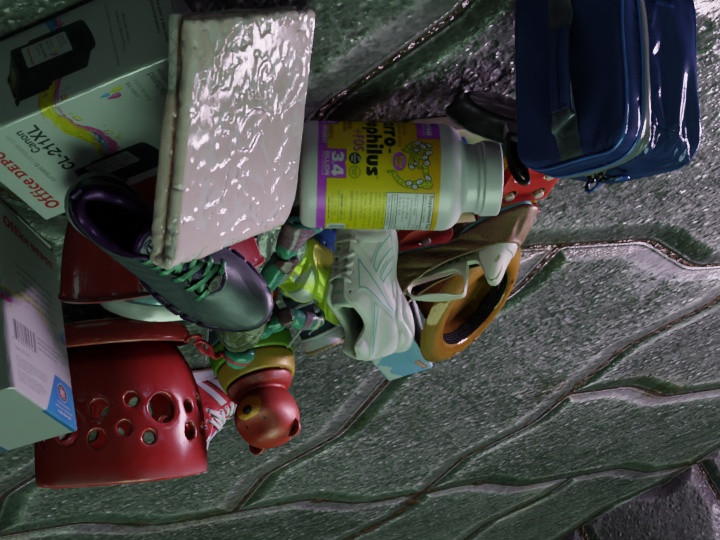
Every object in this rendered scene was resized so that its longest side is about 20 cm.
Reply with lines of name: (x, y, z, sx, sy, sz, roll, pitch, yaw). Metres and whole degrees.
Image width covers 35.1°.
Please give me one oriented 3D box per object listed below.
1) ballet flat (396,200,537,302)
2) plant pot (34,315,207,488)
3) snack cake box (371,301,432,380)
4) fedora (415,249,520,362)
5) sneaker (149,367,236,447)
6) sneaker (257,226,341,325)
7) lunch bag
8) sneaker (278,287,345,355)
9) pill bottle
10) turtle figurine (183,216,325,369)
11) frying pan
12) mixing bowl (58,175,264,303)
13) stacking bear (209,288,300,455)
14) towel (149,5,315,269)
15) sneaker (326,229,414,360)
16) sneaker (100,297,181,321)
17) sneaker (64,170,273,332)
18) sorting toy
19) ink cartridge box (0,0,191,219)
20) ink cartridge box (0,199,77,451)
ballet flat: (0.114, -0.008, 1.270, 0.197, 0.073, 0.068, -21, 156, 6)
plant pot: (-0.281, 0.153, 1.327, 0.196, 0.186, 0.201, -5, 172, -1)
snack cake box: (0.029, 0.053, 1.445, 0.066, 0.117, 0.200, -17, 155, 9)
fedora: (0.122, 0.024, 1.458, 0.200, 0.082, 0.202, -40, 153, -25)
sneaker: (-0.190, 0.192, 1.583, 0.196, 0.114, 0.072, -11, 155, -16)
sneaker: (-0.070, -0.023, 1.292, 0.075, 0.106, 0.200, -34, 120, 22)
lunch bag: (0.213, -0.169, 1.024, 0.131, 0.204, 0.135, 7, 168, -38)
sneaker: (-0.055, 0.033, 1.426, 0.069, 0.110, 0.200, -22, -175, 5)
pill bottle: (0.038, -0.093, 1.123, 0.196, 0.106, 0.105, 1, 153, -3)
turtle figurine: (-0.109, 0.030, 1.195, 0.147, 0.101, 0.203, 19, 111, 6)
frying pan: (0.129, -0.138, 1.105, 0.190, 0.113, 0.031, -48, 157, -64)
mixing bowl: (-0.194, -0.046, 1.067, 0.196, 0.111, 0.200, -8, -171, 1)
stacking bear: (-0.128, 0.115, 1.368, 0.120, 0.203, 0.114, -24, 154, 14)
towel: (-0.101, -0.113, 0.916, 0.032, 0.195, 0.199, 14, -162, 22)
sneaker: (0.000, 0.000, 1.233, 0.079, 0.204, 0.070, -17, -174, -34)
sneaker: (-0.196, 0.009, 1.291, 0.196, 0.074, 0.084, 0, 109, -12)
sneaker: (-0.157, -0.006, 0.932, 0.075, 0.198, 0.088, -58, -167, 0)
sorting toy: (0.123, -0.089, 1.282, 0.196, 0.071, 0.200, -8, 153, -21)
ink cartridge box: (-0.215, -0.137, 0.941, 0.197, 0.084, 0.146, -22, 155, 7)
ink cartridge box: (-0.348, 0.052, 1.099, 0.083, 0.203, 0.145, -15, 155, 4)
